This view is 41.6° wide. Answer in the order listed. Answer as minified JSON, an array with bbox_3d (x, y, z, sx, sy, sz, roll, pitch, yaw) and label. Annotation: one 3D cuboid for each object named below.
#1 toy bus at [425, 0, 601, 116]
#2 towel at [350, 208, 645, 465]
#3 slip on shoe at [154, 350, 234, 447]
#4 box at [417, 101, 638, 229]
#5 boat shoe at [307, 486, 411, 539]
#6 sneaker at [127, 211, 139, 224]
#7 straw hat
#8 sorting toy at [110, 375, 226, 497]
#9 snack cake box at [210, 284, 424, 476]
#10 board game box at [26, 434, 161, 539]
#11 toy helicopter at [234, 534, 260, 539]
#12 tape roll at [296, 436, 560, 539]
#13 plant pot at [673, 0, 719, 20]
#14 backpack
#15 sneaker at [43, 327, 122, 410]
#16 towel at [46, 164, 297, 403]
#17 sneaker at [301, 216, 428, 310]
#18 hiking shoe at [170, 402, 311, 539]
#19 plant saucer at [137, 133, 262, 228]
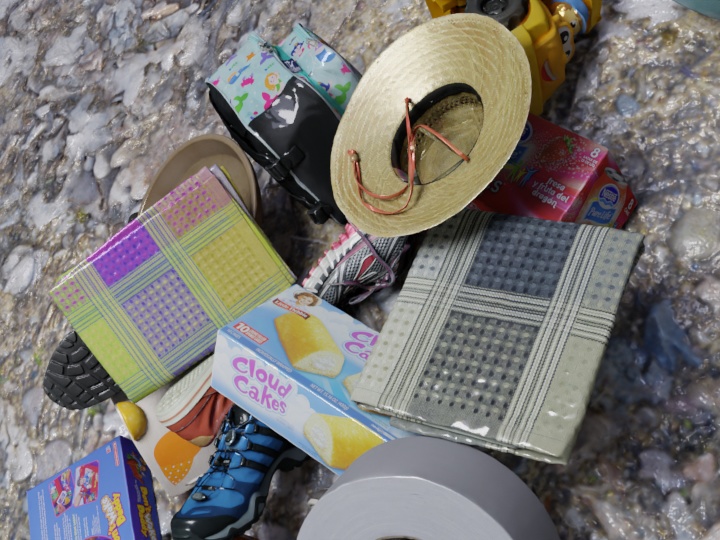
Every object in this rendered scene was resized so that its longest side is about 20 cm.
[{"bbox_3d":[0.173,-0.272,0.946,0.190,0.136,0.201,-28,55,-3],"label":"toy bus"},{"bbox_3d":[0.105,0.044,0.737,0.191,0.035,0.201,10,62,35],"label":"towel"},{"bbox_3d":[-0.117,0.089,0.922,0.074,0.061,0.200,-19,26,48],"label":"slip on shoe"},{"bbox_3d":[0.139,-0.087,0.873,0.199,0.100,0.096,34,87,39],"label":"box"},{"bbox_3d":[0.050,0.215,0.800,0.198,0.067,0.057,13,53,30],"label":"boat shoe"},{"bbox_3d":[-0.221,-0.056,1.097,0.087,0.074,0.201,30,89,33],"label":"sneaker"},{"bbox_3d":[0.074,-0.108,0.807,0.199,0.085,0.203,-16,61,32],"label":"straw hat"},{"bbox_3d":[-0.173,0.094,0.993,0.179,0.107,0.200,-31,51,-10],"label":"sorting toy"},{"bbox_3d":[-0.019,0.102,0.827,0.199,0.115,0.068,29,126,23],"label":"snack cake box"},{"bbox_3d":[-0.268,0.290,0.964,0.134,0.045,0.202,-30,53,15],"label":"board game box"},{"bbox_3d":[-0.129,0.266,0.790,0.131,0.199,0.080,10,77,46],"label":"toy helicopter"},{"bbox_3d":[0.051,0.230,0.712,0.198,0.066,0.203,7,108,22],"label":"tape roll"},{"bbox_3d":[0.326,-0.301,0.834,0.201,0.198,0.136,52,132,38],"label":"plant pot"},{"bbox_3d":[-0.066,-0.163,0.994,0.151,0.178,0.200,-49,40,-3],"label":"backpack"},{"bbox_3d":[-0.233,0.049,0.940,0.201,0.076,0.088,-52,14,-3],"label":"sneaker"},{"bbox_3d":[-0.171,0.012,0.887,0.199,0.023,0.144,-37,96,-6],"label":"towel"},{"bbox_3d":[0.000,0.000,0.934,0.074,0.081,0.201,37,96,9],"label":"sneaker"},{"bbox_3d":[-0.110,0.164,0.845,0.074,0.088,0.200,-6,21,30],"label":"hiking shoe"},{"bbox_3d":[-0.168,-0.042,0.985,0.199,0.029,0.203,-15,68,40],"label":"plant saucer"}]
